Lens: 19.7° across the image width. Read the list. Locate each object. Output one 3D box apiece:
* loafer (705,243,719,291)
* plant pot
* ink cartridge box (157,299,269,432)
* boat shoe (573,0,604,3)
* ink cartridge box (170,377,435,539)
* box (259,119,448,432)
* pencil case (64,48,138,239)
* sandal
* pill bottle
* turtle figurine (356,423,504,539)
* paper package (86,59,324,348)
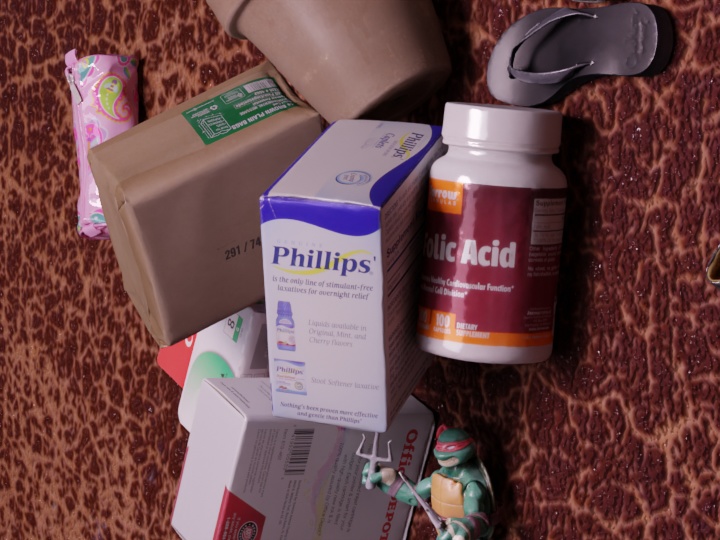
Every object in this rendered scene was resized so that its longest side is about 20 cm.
[{"bbox_3d":[0.314,-0.050,1.434,0.073,0.072,0.201,57,131,38],"label":"loafer"},{"bbox_3d":[-0.010,-0.218,1.799,0.200,0.200,0.175,-42,75,45],"label":"plant pot"},{"bbox_3d":[-0.159,0.070,2.093,0.200,0.050,0.162,37,118,45],"label":"ink cartridge box"},{"bbox_3d":[0.131,-0.257,1.683,0.200,0.073,0.061,19,97,58],"label":"boat shoe"},{"bbox_3d":[-0.050,0.175,1.818,0.083,0.199,0.147,36,117,50],"label":"ink cartridge box"},{"bbox_3d":[0.000,0.000,1.709,0.104,0.184,0.201,7,115,17],"label":"box"},{"bbox_3d":[-0.271,-0.135,2.215,0.087,0.087,0.202,-16,78,52],"label":"pencil case"},{"bbox_3d":[0.165,-0.179,1.660,0.200,0.043,0.077,-11,80,53],"label":"sandal"},{"bbox_3d":[0.107,-0.032,1.677,0.114,0.114,0.202,12,100,53],"label":"pill bottle"},{"bbox_3d":[0.072,0.207,1.737,0.150,0.100,0.202,-157,56,-66],"label":"turtle figurine"},{"bbox_3d":[-0.128,-0.060,1.881,0.104,0.199,0.191,49,159,42],"label":"paper package"}]
